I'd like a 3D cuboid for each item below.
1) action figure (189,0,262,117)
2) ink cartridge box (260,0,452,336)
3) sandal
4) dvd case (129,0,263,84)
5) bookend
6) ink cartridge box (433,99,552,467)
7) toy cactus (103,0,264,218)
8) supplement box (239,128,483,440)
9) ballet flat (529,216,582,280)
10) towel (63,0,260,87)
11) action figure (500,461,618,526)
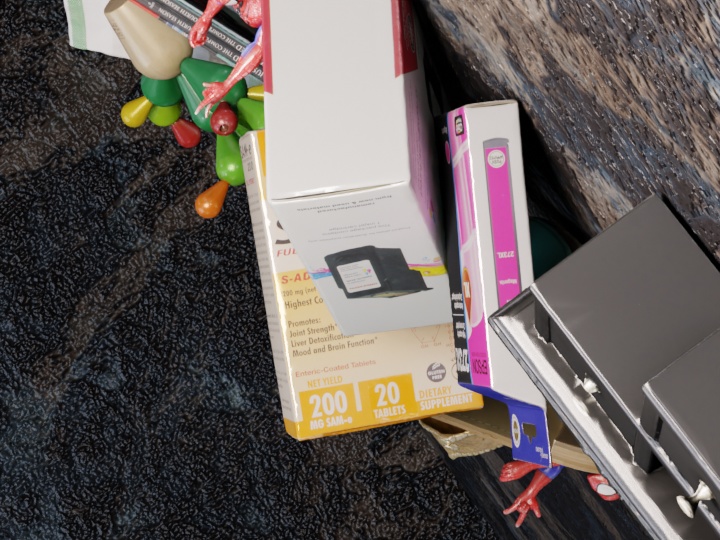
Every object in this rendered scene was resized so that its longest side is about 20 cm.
[{"bbox_3d":[-0.063,-0.141,1.587,0.065,0.099,0.200,50,-171,19],"label":"action figure"},{"bbox_3d":[0.005,-0.068,1.475,0.200,0.082,0.146,62,-158,-64],"label":"ink cartridge box"},{"bbox_3d":[0.083,0.108,1.753,0.211,0.078,0.070,20,129,5],"label":"sandal"},{"bbox_3d":[-0.119,-0.177,1.686,0.200,0.022,0.146,32,-172,-28],"label":"dvd case"},{"bbox_3d":[0.151,0.052,1.164,0.199,0.092,0.200,53,174,13],"label":"bookend"},{"bbox_3d":[0.073,0.009,1.403,0.095,0.037,0.201,173,89,-81],"label":"ink cartridge box"},{"bbox_3d":[-0.125,-0.125,1.783,0.165,0.102,0.200,50,173,-24],"label":"toy cactus"},{"bbox_3d":[0.000,0.000,1.639,0.074,0.125,0.201,177,83,-83],"label":"supplement box"},{"bbox_3d":[0.125,0.028,1.441,0.062,0.067,0.200,42,-177,-29],"label":"ballet flat"},{"bbox_3d":[-0.136,-0.188,1.842,0.199,0.031,0.149,20,148,21],"label":"towel"},{"bbox_3d":[0.106,0.115,1.853,0.200,0.099,0.065,41,178,-9],"label":"action figure"}]
